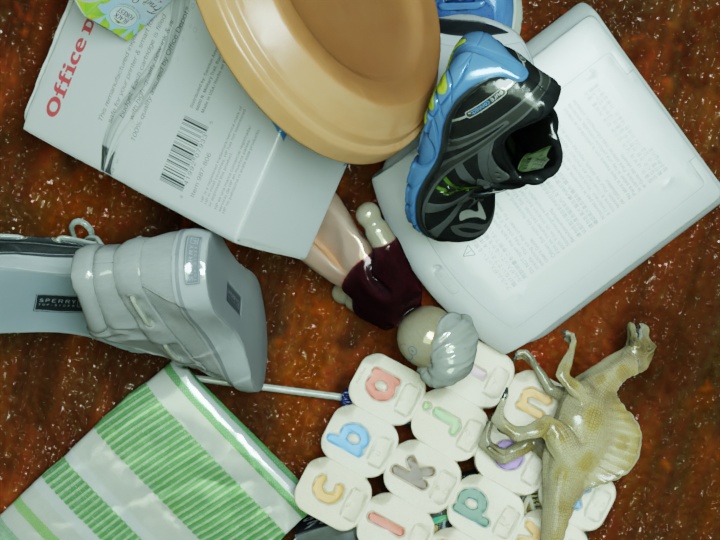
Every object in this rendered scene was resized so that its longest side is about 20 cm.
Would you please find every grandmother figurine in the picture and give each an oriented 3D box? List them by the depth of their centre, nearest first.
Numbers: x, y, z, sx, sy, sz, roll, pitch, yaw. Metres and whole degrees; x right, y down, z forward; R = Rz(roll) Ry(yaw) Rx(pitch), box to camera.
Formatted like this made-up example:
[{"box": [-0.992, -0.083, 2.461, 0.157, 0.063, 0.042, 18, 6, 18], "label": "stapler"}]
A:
[{"box": [0.000, 0.000, 1.213, 0.061, 0.121, 0.200, -43, 78, -14], "label": "grandmother figurine"}]

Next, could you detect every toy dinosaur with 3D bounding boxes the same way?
[{"box": [0.132, 0.115, 1.207, 0.101, 0.058, 0.201, 23, 82, 3], "label": "toy dinosaur"}]

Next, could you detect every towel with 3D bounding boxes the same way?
[{"box": [-0.149, 0.178, 1.275, 0.200, 0.023, 0.153, -43, 94, 8], "label": "towel"}]

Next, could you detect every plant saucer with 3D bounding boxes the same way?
[{"box": [-0.017, -0.160, 1.050, 0.037, 0.200, 0.201, -25, 99, 36], "label": "plant saucer"}]

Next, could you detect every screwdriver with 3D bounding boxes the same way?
[{"box": [-0.029, 0.087, 1.267, 0.199, 0.029, 0.028, 7, 97, -3], "label": "screwdriver"}]

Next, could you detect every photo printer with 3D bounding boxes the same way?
[{"box": [0.119, -0.054, 1.231, 0.200, 0.069, 0.167, -38, 96, 4], "label": "photo printer"}]

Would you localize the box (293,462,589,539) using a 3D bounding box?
[{"box": [0.074, 0.246, 1.279, 0.197, 0.050, 0.201, -16, 96, 0], "label": "box"}]

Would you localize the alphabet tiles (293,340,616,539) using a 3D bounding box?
[{"box": [0.064, 0.151, 1.239, 0.195, 0.015, 0.201, 27, 83, 5], "label": "alphabet tiles"}]

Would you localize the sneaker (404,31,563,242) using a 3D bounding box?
[{"box": [0.077, -0.065, 1.098, 0.082, 0.200, 0.071, 26, 65, 7], "label": "sneaker"}]

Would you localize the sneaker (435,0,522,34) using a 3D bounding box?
[{"box": [0.056, -0.217, 1.167, 0.076, 0.111, 0.201, 4, 86, 25], "label": "sneaker"}]

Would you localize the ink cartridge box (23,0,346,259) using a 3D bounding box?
[{"box": [-0.100, -0.114, 1.163, 0.199, 0.084, 0.145, 28, 97, 32], "label": "ink cartridge box"}]

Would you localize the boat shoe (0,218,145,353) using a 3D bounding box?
[{"box": [-0.189, 0.008, 1.229, 0.198, 0.068, 0.074, 0, 125, -24], "label": "boat shoe"}]

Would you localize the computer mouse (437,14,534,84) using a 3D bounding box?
[{"box": [0.019, -0.132, 1.173, 0.199, 0.044, 0.110, 10, 118, 36], "label": "computer mouse"}]

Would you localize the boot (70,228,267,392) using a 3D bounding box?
[{"box": [-0.122, 0.026, 1.189, 0.095, 0.200, 0.074, -1, 65, 10], "label": "boot"}]

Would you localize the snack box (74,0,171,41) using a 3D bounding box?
[{"box": [-0.153, -0.265, 1.147, 0.142, 0.053, 0.200, -41, 62, 14], "label": "snack box"}]
